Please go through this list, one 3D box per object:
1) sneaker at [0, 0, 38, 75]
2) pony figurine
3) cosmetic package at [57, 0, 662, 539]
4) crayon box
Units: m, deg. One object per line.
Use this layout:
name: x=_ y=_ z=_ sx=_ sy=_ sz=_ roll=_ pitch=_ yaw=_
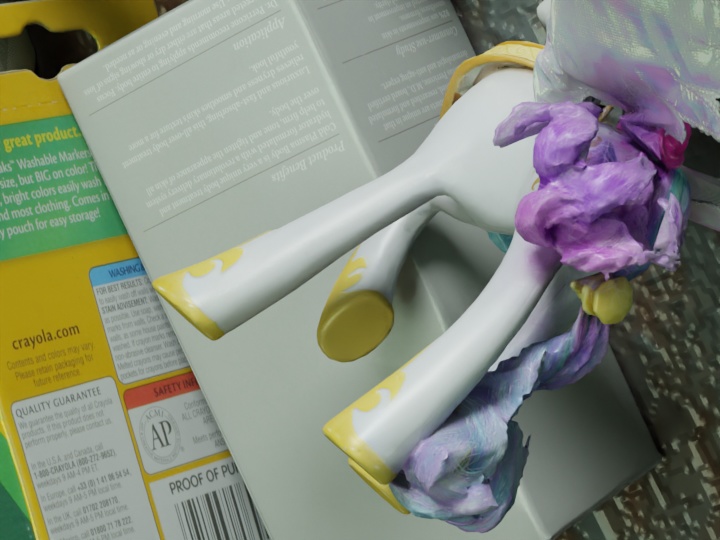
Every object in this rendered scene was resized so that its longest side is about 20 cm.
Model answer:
sneaker: x=-0.143 y=-0.042 z=0.975 sx=0.074 sy=0.079 sz=0.200 roll=4 pitch=96 yaw=44
pony figurine: x=0.062 y=-0.024 z=0.768 sx=0.167 sy=0.200 sz=0.193 roll=47 pitch=174 yaw=-37
cosmetic package: x=0.000 y=0.000 z=0.906 sx=0.107 sy=0.090 sz=0.200 roll=-22 pitch=96 yaw=37
crayon box: x=-0.096 y=0.015 z=0.919 sx=0.052 sy=0.126 sz=0.200 roll=-17 pitch=88 yaw=37
